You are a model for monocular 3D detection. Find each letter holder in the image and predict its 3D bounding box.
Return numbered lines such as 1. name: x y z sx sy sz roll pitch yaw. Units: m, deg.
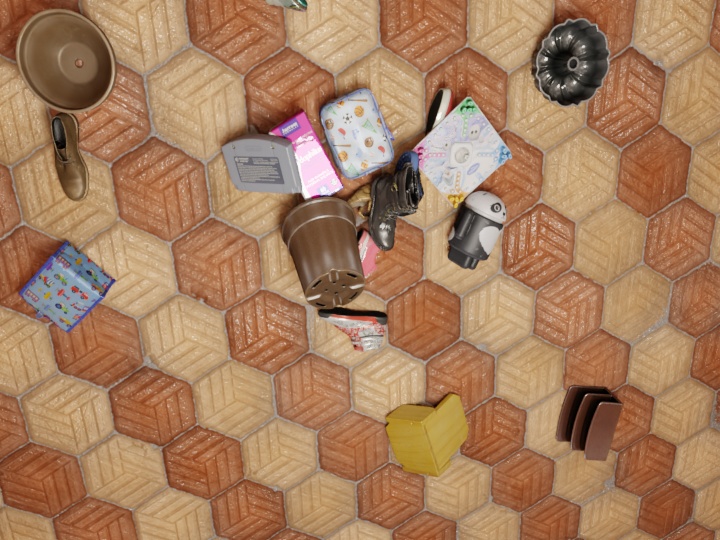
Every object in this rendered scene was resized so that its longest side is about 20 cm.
1. letter holder: 0.706 0.475 1.718 0.138 0.101 0.206 5 107 -9

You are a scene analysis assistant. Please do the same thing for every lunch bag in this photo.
1. lunch bag: -0.735 0.057 1.355 0.199 0.095 0.151 -40 112 15
2. lunch bag: -0.005 -0.332 1.349 0.157 0.076 0.204 -24 109 -3

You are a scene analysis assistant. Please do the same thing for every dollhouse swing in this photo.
1. dollhouse swing: 0.205 0.478 1.670 0.178 0.176 0.204 -4 116 36

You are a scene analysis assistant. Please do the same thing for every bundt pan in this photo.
1. bundt pan: 0.513 -0.515 1.373 0.196 0.076 0.208 -3 109 -9

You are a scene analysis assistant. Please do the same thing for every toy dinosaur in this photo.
1. toy dinosaur: 0.002 -0.181 1.406 0.198 0.060 0.108 -34 109 -21

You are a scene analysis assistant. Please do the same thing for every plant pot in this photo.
1. plant pot: -0.624 -0.452 1.196 0.195 0.093 0.207 -3 109 -8
2. plant pot: -0.082 -0.031 1.327 0.194 0.202 0.202 -11 145 -8

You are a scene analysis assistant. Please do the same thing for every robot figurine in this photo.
1. robot figurine: 0.306 -0.105 1.446 0.122 0.151 0.204 23 104 -2

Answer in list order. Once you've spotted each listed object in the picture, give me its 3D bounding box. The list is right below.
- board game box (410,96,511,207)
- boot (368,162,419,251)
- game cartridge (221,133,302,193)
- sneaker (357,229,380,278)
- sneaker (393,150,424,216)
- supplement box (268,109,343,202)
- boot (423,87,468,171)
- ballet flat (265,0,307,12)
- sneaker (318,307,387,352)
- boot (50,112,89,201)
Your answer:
1. board game box: 0.253 -0.287 1.372 0.199 0.026 0.199 -41 118 14
2. boot: 0.084 -0.147 1.320 0.067 0.173 0.206 -8 97 -25
3. game cartridge: -0.232 -0.250 1.293 0.195 0.042 0.136 8 122 28
4. sneaker: 0.000 0.000 1.458 0.085 0.074 0.204 20 104 -16
5. sneaker: 0.126 -0.217 1.382 0.076 0.071 0.202 -8 144 -19
6. supplement box: -0.131 -0.272 1.333 0.100 0.104 0.203 -29 109 3
7. boot: 0.238 -0.349 1.388 0.140 0.073 0.205 5 115 -11
8. ballet flat: -0.202 -0.645 1.224 0.071 0.070 0.201 -35 107 23
9. sneaker: -0.025 0.166 1.511 0.195 0.067 0.111 6 105 -14
10. boot: -0.676 -0.255 1.262 0.071 0.076 0.206 -4 110 -10
